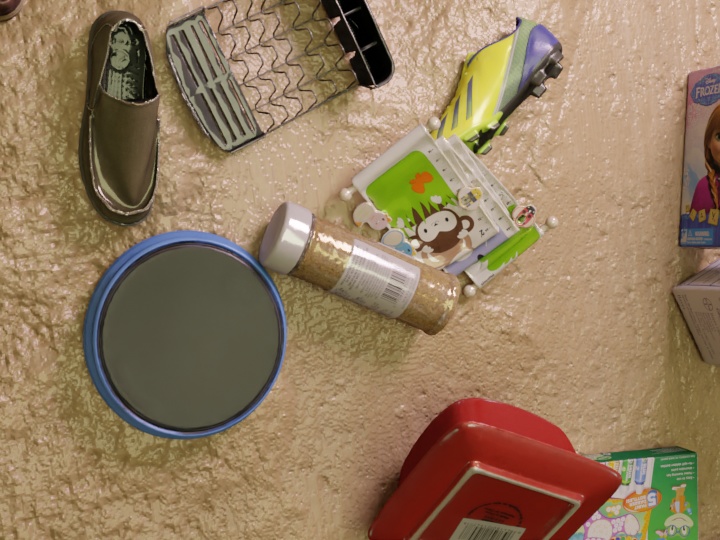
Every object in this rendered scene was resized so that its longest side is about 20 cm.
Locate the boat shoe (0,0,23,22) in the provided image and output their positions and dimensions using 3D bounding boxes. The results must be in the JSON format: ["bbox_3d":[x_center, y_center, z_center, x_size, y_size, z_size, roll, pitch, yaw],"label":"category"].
[{"bbox_3d":[-0.337,-0.325,0.995,0.071,0.072,0.202,-10,95,-19],"label":"boat shoe"}]

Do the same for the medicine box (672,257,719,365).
[{"bbox_3d":[0.477,0.022,1.222,0.181,0.200,0.104,-30,101,-16],"label":"medicine box"}]

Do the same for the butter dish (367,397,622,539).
[{"bbox_3d":[0.125,0.197,1.141,0.198,0.149,0.200,20,125,-20],"label":"butter dish"}]

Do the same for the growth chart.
[{"bbox_3d":[0.087,-0.059,1.153,0.200,0.018,0.145,38,105,-22],"label":"growth chart"}]

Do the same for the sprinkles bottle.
[{"bbox_3d":[0.000,0.000,1.125,0.199,0.068,0.069,23,84,-19],"label":"sprinkles bottle"}]

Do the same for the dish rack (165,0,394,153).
[{"bbox_3d":[-0.083,-0.213,1.098,0.199,0.054,0.154,-29,100,-16],"label":"dish rack"}]

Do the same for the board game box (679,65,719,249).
[{"bbox_3d":[0.415,-0.123,1.197,0.041,0.200,0.202,3,90,-19],"label":"board game box"}]

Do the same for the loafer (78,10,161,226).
[{"bbox_3d":[-0.222,-0.142,1.042,0.074,0.070,0.202,-5,93,-19],"label":"loafer"}]

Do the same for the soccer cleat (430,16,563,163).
[{"bbox_3d":[0.125,-0.181,1.177,0.200,0.065,0.084,-45,73,-8],"label":"soccer cleat"}]

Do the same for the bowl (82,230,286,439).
[{"bbox_3d":[-0.164,0.063,1.085,0.199,0.039,0.203,-1,92,-19],"label":"bowl"}]

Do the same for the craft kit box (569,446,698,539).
[{"bbox_3d":[0.279,0.303,1.245,0.198,0.048,0.200,-3,95,-19],"label":"craft kit box"}]
